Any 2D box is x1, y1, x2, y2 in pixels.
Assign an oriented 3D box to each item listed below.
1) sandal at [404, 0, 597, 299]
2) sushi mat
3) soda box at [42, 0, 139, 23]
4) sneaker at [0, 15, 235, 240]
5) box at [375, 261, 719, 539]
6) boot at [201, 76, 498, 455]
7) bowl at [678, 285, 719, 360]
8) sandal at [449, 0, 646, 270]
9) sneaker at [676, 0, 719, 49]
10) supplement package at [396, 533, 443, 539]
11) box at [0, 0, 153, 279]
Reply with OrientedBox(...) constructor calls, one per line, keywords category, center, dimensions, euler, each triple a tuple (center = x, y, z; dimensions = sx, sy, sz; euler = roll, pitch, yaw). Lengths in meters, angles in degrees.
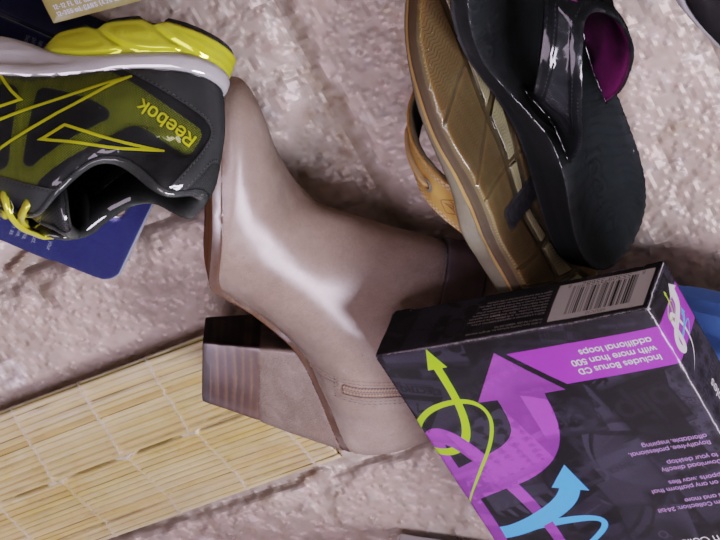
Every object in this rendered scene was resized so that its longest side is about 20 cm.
OrientedBox(category="sandal", center=(0.053, -0.053, 1.102), dimensions=(0.054, 0.080, 0.201), euler=(10, 135, 38))
OrientedBox(category="sushi mat", center=(-0.117, 0.090, 1.266), dimensions=(0.199, 0.012, 0.096), euler=(-21, 123, 23))
OrientedBox(category="soda box", center=(-0.043, -0.166, 1.024), dimensions=(0.199, 0.068, 0.064), euler=(-13, 124, 18))
OrientedBox(category="sneaker", center=(-0.150, -0.053, 1.062), dimensions=(0.198, 0.085, 0.074), euler=(-9, 158, 14))
OrientedBox(category="box", center=(0.114, 0.090, 1.132), dimensions=(0.142, 0.036, 0.200), euler=(-12, 127, 34))
OrientedBox(category="boot", center=(0.000, 0.000, 1.154), dimensions=(0.145, 0.071, 0.201), euler=(2, 129, -1))
OrientedBox(category="bowl", center=(0.155, 0.099, 1.183), dimensions=(0.199, 0.039, 0.202), euler=(14, 130, 18))
OrientedBox(category="sandal", center=(0.093, -0.083, 1.062), dimensions=(0.048, 0.076, 0.201), euler=(11, 143, 37))
OrientedBox(category="sneaker", center=(0.215, -0.085, 1.009), dimensions=(0.199, 0.083, 0.072), euler=(33, 102, 6))
OrientedBox(category="supplement package", center=(0.075, 0.267, 1.286), dimensions=(0.149, 0.152, 0.201), euler=(8, 128, 2))
OrientedBox(category="box", center=(-0.181, -0.079, 1.134), dimensions=(0.199, 0.033, 0.122), euler=(23, 127, -9))
